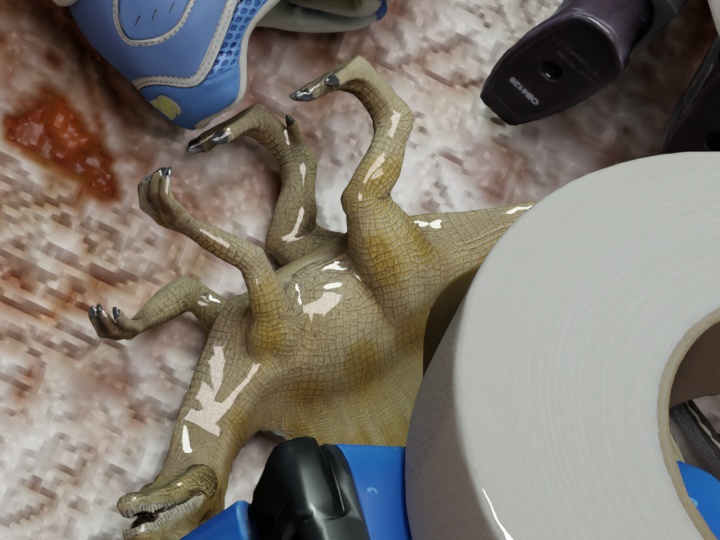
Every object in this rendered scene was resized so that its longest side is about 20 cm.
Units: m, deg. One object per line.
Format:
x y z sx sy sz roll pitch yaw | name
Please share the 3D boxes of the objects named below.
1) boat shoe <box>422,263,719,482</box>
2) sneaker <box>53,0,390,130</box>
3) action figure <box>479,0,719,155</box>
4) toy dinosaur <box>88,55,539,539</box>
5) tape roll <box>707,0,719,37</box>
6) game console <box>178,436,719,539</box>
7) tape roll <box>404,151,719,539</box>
0.082 0.081 0.744 0.065 0.073 0.200 -33 101 -47 | boat shoe
-0.001 -0.110 0.795 0.200 0.076 0.077 -34 95 -23 | sneaker
0.115 -0.109 0.842 0.130 0.069 0.200 34 52 2 | action figure
0.000 0.000 0.764 0.200 0.058 0.101 -32 98 -25 | toy dinosaur
0.200 -0.101 0.765 0.202 0.139 0.203 17 63 -39 | tape roll
0.013 0.148 0.633 0.170 0.118 0.200 4 48 -24 | game console
0.109 0.057 0.653 0.202 0.037 0.203 14 44 -13 | tape roll
